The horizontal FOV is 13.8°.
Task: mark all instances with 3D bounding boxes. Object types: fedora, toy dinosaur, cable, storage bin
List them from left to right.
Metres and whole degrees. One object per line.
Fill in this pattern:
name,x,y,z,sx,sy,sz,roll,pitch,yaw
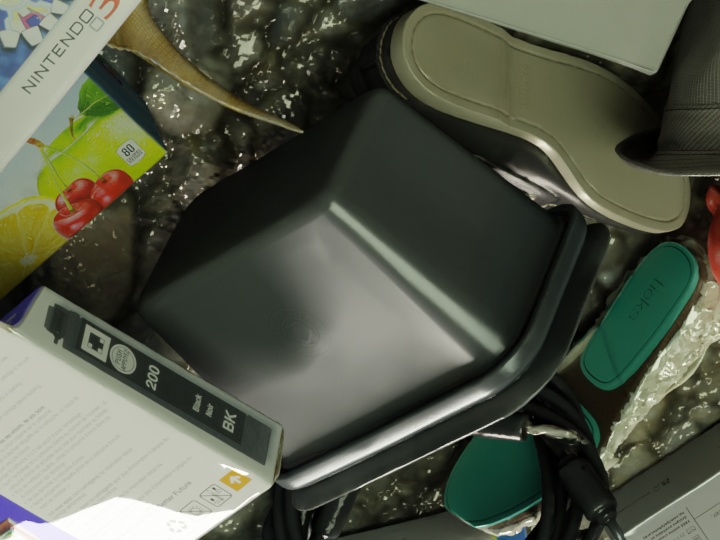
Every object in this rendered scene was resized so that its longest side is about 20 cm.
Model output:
toy dinosaur,-0.118,-0.125,1.369,0.058,0.101,0.200,-42,114,15
storage bin,0.000,0.000,1.428,0.134,0.146,0.200,42,138,-19
cable,0.028,0.127,1.520,0.200,0.163,0.051,-28,161,8
fedora,0.211,-0.096,1.440,0.176,0.200,0.091,-1,94,21

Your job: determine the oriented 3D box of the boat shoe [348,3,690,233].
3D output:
boat shoe,0.081,-0.071,1.491,0.200,0.073,0.063,27,151,-31

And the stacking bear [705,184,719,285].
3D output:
stacking bear,0.263,0.012,1.531,0.200,0.122,0.114,30,113,-28

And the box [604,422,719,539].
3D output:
box,0.243,0.164,1.656,0.156,0.041,0.200,-33,121,4

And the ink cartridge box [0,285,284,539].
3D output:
ink cartridge box,-0.174,0.088,1.420,0.200,0.043,0.198,32,131,-26

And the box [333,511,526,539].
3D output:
box,0.003,0.201,1.608,0.199,0.048,0.122,-13,120,-7

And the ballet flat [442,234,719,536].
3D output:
ballet flat,0.130,0.070,1.564,0.072,0.072,0.200,36,104,-28

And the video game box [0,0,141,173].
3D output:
video game box,-0.179,-0.167,1.278,0.200,0.047,0.182,38,110,-9

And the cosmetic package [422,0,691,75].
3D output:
cosmetic package,0.065,-0.177,1.404,0.200,0.090,0.107,16,112,-25

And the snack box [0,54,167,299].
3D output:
snack box,-0.222,-0.056,1.402,0.200,0.068,0.169,-40,120,7
